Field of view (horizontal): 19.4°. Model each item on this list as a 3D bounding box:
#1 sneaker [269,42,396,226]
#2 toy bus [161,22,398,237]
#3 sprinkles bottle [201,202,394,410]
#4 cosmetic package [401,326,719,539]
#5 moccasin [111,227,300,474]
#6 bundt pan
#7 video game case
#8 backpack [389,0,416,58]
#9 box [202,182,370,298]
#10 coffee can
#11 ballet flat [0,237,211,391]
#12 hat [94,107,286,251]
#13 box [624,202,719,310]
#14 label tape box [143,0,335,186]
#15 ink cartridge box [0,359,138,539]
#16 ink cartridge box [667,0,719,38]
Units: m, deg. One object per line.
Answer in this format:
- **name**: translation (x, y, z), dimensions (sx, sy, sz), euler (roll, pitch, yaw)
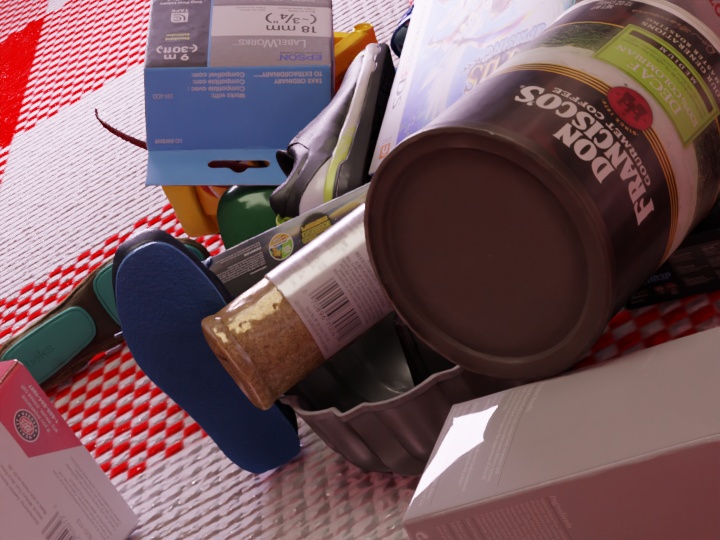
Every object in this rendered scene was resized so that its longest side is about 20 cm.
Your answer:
- **sneaker**: translation (-0.021, -0.097, 1.509), dimensions (0.082, 0.072, 0.200), euler (-4, 37, 17)
- **toy bus**: translation (-0.046, -0.118, 1.711), dimensions (0.191, 0.136, 0.200), euler (2, 31, 34)
- **sprinkles bottle**: translation (0.000, 0.000, 1.275), dimensions (0.200, 0.068, 0.068), euler (-36, 22, -9)
- **cosmetic package**: translation (0.132, 0.104, 1.066), dimensions (0.199, 0.090, 0.107), euler (-15, 26, 31)
- **moccasin**: translation (-0.104, 0.048, 1.336), dimensions (0.080, 0.200, 0.068), euler (-21, 37, 5)
- **bundt pan**: translation (0.053, 0.051, 1.289), dimensions (0.201, 0.076, 0.202), euler (-28, 22, 12)
- **video game case**: translation (0.098, -0.156, 1.409), dimensions (0.200, 0.045, 0.182), euler (-19, 50, 53)
- **backpack**: translation (0.111, -0.155, 1.569), dimensions (0.182, 0.135, 0.200), euler (-18, 27, 30)
- **box**: translation (-0.007, -0.006, 1.432), dimensions (0.199, 0.040, 0.137), euler (-25, -21, 20)
- **coffee can**: translation (0.113, -0.051, 1.163), dimensions (0.146, 0.147, 0.200), euler (-14, 18, 39)
- **ballet flat**: translation (-0.207, 0.035, 1.712), dimensions (0.200, 0.068, 0.072), euler (-36, 3, 3)
- **hat**: translation (-0.077, -0.065, 1.567), dimensions (0.199, 0.176, 0.166), euler (-28, 24, 14)
- **box**: translation (0.256, -0.060, 1.281), dimensions (0.199, 0.046, 0.159), euler (-15, 31, 38)
- **label tape box**: translation (-0.091, -0.149, 1.607), dimensions (0.143, 0.064, 0.200), euler (-1, 39, -1)
- **ink cartridge box**: translation (-0.254, 0.178, 1.343), dimensions (0.083, 0.147, 0.200), euler (-14, 28, 40)
- **ink cartridge box**: translation (0.246, -0.174, 1.431), dimensions (0.200, 0.129, 0.125), euler (-46, 26, -26)
